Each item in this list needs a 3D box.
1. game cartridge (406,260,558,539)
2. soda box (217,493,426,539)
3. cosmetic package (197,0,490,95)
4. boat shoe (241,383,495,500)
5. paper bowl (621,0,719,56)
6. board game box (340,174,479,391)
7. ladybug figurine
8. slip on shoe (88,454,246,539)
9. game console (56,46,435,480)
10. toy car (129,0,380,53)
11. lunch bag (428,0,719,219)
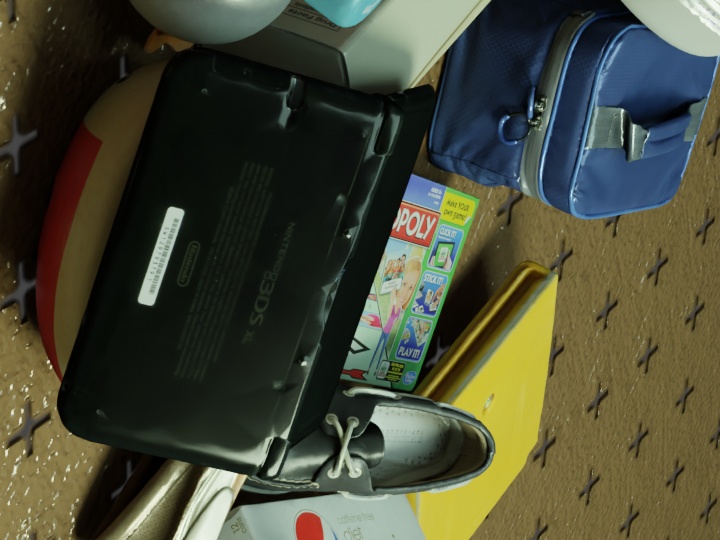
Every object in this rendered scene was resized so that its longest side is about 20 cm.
[{"bbox_3d":[0.074,0.115,1.679,0.176,0.032,0.200,-49,156,-34],"label":"game cartridge"},{"bbox_3d":[-0.032,0.179,1.497,0.064,0.068,0.200,-31,164,24],"label":"soda box"},{"bbox_3d":[0.008,-0.165,1.327,0.200,0.104,0.073,-49,147,-32],"label":"cosmetic package"},{"bbox_3d":[-0.004,0.105,1.474,0.200,0.060,0.074,9,90,-42],"label":"boat shoe"},{"bbox_3d":[0.211,-0.214,1.521,0.104,0.201,0.201,-40,164,26],"label":"paper bowl"},{"bbox_3d":[0.000,0.000,1.500,0.200,0.029,0.135,14,97,-62],"label":"board game box"},{"bbox_3d":[-0.113,-0.016,1.241,0.136,0.072,0.200,-3,110,-59],"label":"ladybug figurine"},{"bbox_3d":[-0.087,0.085,1.363,0.200,0.061,0.076,-64,-165,-3],"label":"slip on shoe"},{"bbox_3d":[-0.053,-0.009,1.228,0.176,0.116,0.200,14,103,-21],"label":"game console"},{"bbox_3d":[-0.056,-0.183,1.185,0.177,0.184,0.200,-51,176,-33],"label":"toy car"},{"bbox_3d":[0.144,-0.111,1.571,0.200,0.132,0.136,-13,119,-58],"label":"lunch bag"}]
